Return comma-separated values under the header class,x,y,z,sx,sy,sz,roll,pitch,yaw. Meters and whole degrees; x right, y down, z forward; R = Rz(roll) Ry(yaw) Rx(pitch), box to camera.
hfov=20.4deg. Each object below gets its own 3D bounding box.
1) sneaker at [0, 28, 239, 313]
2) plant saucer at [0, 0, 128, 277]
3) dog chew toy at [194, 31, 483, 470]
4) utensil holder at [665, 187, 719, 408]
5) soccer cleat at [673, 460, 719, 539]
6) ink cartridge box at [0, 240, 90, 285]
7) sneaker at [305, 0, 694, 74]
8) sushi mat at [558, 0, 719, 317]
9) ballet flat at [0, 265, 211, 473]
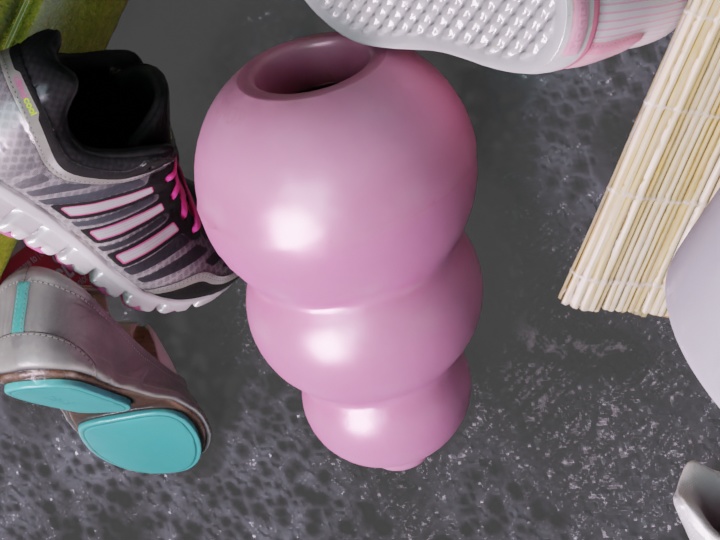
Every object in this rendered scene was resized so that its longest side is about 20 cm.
class,x,y,z,sx,sy,sz,roll,pitch,yaw
sneaker,-0.102,-0.045,0.879,0.087,0.199,0.074,-37,52,21
plant saucer,-0.222,-0.108,0.895,0.198,0.048,0.201,26,94,-4
dog chew toy,0.000,0.000,0.881,0.123,0.125,0.202,0,121,24
utensil holder,0.227,-0.028,0.730,0.169,0.170,0.201,37,124,5
soccer cleat,0.222,0.091,0.841,0.199,0.070,0.087,-25,112,33
ink cartridge box,-0.243,-0.024,0.997,0.147,0.086,0.201,-30,97,32
sneaker,0.054,-0.132,0.825,0.200,0.104,0.076,28,125,46
sushi mat,0.155,-0.059,0.809,0.095,0.012,0.201,5,124,-24
ballet flat,-0.117,0.046,0.948,0.067,0.200,0.064,-6,71,12
